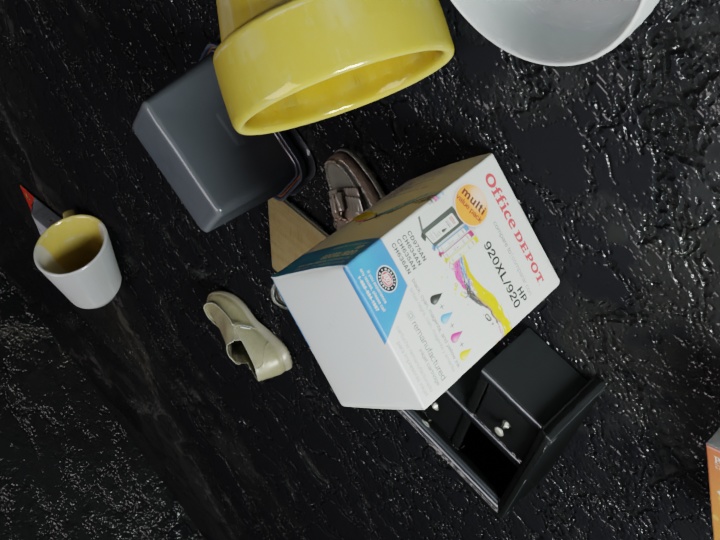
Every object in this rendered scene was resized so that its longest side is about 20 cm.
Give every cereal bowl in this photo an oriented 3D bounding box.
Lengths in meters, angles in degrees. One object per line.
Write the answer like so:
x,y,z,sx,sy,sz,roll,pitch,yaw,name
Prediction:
0.128,-0.241,0.628,0.199,0.083,0.202,39,148,29,cereal bowl

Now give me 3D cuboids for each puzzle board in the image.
-0.048,-0.002,1.252,0.199,0.017,0.152,39,148,27,puzzle board

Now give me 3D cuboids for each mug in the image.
-0.542,-0.019,1.930,0.146,0.189,0.154,4,143,15,mug

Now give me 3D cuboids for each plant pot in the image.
-0.041,-0.237,0.808,0.200,0.198,0.192,-17,91,61,plant pot

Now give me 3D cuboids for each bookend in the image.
0.131,0.128,1.028,0.199,0.092,0.201,44,150,20,bookend

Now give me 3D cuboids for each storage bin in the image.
-0.166,-0.153,1.143,0.201,0.134,0.145,54,153,-2,storage bin

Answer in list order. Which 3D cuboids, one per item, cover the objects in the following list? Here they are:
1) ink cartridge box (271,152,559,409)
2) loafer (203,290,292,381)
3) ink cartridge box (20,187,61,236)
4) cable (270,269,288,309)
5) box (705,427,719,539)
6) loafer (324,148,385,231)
0.053,0.011,0.904,0.144,0.199,0.149,-11,113,58,ink cartridge box
-0.192,0.104,1.541,0.199,0.068,0.077,35,147,33,loafer
-0.710,-0.080,2.187,0.198,0.057,0.164,29,144,32,ink cartridge box
0.000,0.000,1.031,0.051,0.196,0.099,-102,7,-60,cable
0.352,0.201,0.752,0.123,0.097,0.203,22,138,46,box
0.006,-0.034,1.076,0.071,0.063,0.202,3,124,57,loafer
